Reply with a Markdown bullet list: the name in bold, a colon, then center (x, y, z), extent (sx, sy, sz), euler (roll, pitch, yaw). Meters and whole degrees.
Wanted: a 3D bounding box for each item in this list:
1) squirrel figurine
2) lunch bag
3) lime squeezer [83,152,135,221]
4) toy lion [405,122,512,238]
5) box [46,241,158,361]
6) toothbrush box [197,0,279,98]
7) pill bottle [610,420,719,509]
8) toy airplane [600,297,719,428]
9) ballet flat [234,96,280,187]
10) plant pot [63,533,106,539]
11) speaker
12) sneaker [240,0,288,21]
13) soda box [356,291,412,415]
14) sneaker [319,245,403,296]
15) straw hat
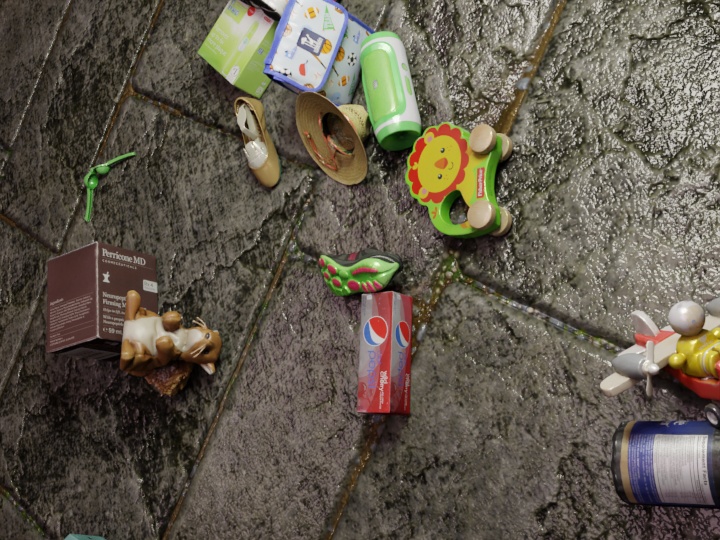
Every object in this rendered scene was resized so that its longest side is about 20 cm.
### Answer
- **squirrel figurine**: center (-0.366, 0.151, 1.758), extent (0.200, 0.185, 0.142), euler (114, 157, -51)
- **lunch bag**: center (-0.078, -0.396, 1.645), extent (0.123, 0.200, 0.171), euler (23, 92, 37)
- **lime squeezer**: center (-0.590, -0.211, 2.069), extent (0.200, 0.038, 0.071), euler (-50, 56, 15)
- **toy lion**: center (0.155, -0.150, 1.512), extent (0.191, 0.068, 0.201), euler (-8, 75, 41)
- **box**: center (-0.532, 0.069, 1.881), extent (0.164, 0.166, 0.201), euler (-16, 71, 33)
- **toothbrush box**: center (-0.214, -0.474, 1.833), extent (0.146, 0.086, 0.200), euler (45, 104, 33)
- **pill bottle**: center (0.436, 0.251, 1.179), extent (0.199, 0.112, 0.113), euler (-7, 75, 34)
- **toy airplane**: center (0.420, 0.094, 1.183), extent (0.198, 0.142, 0.200), euler (-3, 35, 24)
- **ballet flat**: center (-0.211, -0.254, 1.792), extent (0.068, 0.063, 0.201), euler (-31, 63, 27)
- **plant pot**: center (-0.554, 0.631, 1.788), extent (0.141, 0.141, 0.201), euler (16, 81, 37)
- **speaker**: center (0.052, -0.317, 1.605), extent (0.088, 0.088, 0.201), euler (-22, 67, 30)
- **sneaker**: center (-0.193, -0.550, 1.751), extent (0.200, 0.074, 0.080), euler (37, 85, 30)
- **soda box**: center (0.042, 0.139, 1.518), extent (0.070, 0.063, 0.201), euler (-5, 77, 35)
- **sneaker**: center (0.000, 0.000, 1.583), extent (0.199, 0.084, 0.077), euler (7, 116, 51)
- **straw hat**: center (-0.027, -0.255, 1.632), extent (0.085, 0.202, 0.201), euler (-38, 50, -24)
